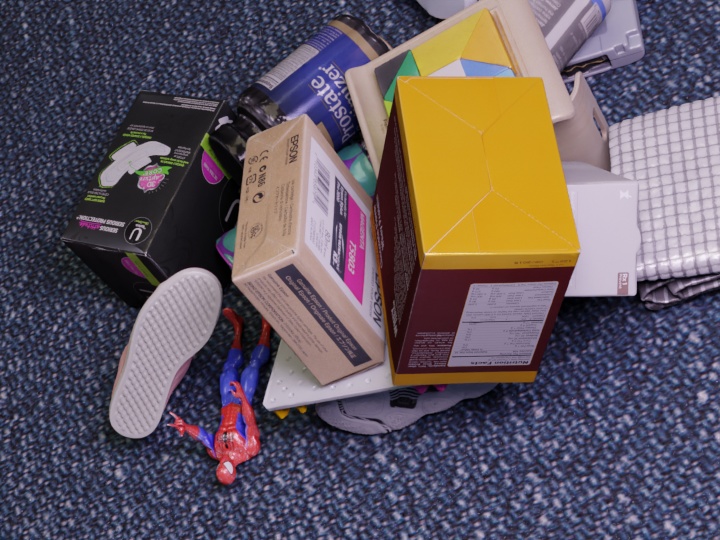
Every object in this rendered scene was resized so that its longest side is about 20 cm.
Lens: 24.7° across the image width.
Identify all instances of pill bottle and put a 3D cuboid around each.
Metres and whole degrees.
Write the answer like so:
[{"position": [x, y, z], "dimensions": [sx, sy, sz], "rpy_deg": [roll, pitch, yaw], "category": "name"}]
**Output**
[{"position": [-0.058, -0.169, 1.734], "dimensions": [0.200, 0.112, 0.112], "rpy_deg": [-41, 49, -12], "category": "pill bottle"}, {"position": [0.157, -0.231, 1.699], "dimensions": [0.114, 0.114, 0.200], "rpy_deg": [33, 80, 39], "category": "pill bottle"}]

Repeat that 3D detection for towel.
[{"position": [0.328, -0.066, 1.564], "dimensions": [0.165, 0.086, 0.201], "rpy_deg": [-12, 54, 16], "category": "towel"}]

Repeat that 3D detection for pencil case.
[{"position": [-0.053, -0.052, 1.749], "dimensions": [0.200, 0.085, 0.092], "rpy_deg": [-35, 34, 2], "category": "pencil case"}]

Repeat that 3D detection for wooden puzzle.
[{"position": [0.090, -0.177, 1.601], "dimensions": [0.199, 0.037, 0.185], "rpy_deg": [-25, 51, 10], "category": "wooden puzzle"}]

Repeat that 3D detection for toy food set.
[{"position": [0.149, -0.119, 1.650], "dimensions": [0.199, 0.144, 0.061], "rpy_deg": [-19, 54, 16], "category": "toy food set"}]

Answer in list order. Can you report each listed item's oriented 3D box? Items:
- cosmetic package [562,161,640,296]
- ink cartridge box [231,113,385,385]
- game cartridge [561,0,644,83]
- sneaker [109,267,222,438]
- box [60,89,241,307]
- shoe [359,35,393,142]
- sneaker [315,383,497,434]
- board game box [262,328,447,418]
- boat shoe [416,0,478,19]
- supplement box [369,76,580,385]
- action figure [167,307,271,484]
[{"position": [0.193, -0.042, 1.527], "dimensions": [0.090, 0.200, 0.107], "rpy_deg": [-1, 97, -4], "category": "cosmetic package"}, {"position": [-0.044, -0.021, 1.558], "dimensions": [0.075, 0.165, 0.200], "rpy_deg": [-22, 41, 22], "category": "ink cartridge box"}, {"position": [0.205, -0.259, 1.790], "dimensions": [0.199, 0.040, 0.134], "rpy_deg": [-15, 57, 18], "category": "game cartridge"}, {"position": [-0.203, 0.069, 1.707], "dimensions": [0.201, 0.075, 0.105], "rpy_deg": [-62, 10, 20], "category": "sneaker"}, {"position": [-0.203, -0.070, 1.797], "dimensions": [0.124, 0.149, 0.200], "rpy_deg": [11, 64, 32], "category": "box"}, {"position": [0.016, -0.203, 1.836], "dimensions": [0.070, 0.053, 0.200], "rpy_deg": [-24, 51, 11], "category": "shoe"}, {"position": [0.049, 0.085, 1.616], "dimensions": [0.199, 0.075, 0.115], "rpy_deg": [-21, 41, 22], "category": "sneaker"}, {"position": [0.014, 0.046, 1.600], "dimensions": [0.199, 0.026, 0.200], "rpy_deg": [-12, 44, 31], "category": "board game box"}, {"position": [0.095, -0.335, 1.869], "dimensions": [0.086, 0.075, 0.202], "rpy_deg": [-14, 24, -26], "category": "boat shoe"}, {"position": [0.094, -0.033, 1.455], "dimensions": [0.132, 0.200, 0.198], "rpy_deg": [-1, 53, -9], "category": "supplement box"}, {"position": [-0.137, 0.116, 1.675], "dimensions": [0.065, 0.099, 0.201], "rpy_deg": [-10, 57, 23], "category": "action figure"}]
